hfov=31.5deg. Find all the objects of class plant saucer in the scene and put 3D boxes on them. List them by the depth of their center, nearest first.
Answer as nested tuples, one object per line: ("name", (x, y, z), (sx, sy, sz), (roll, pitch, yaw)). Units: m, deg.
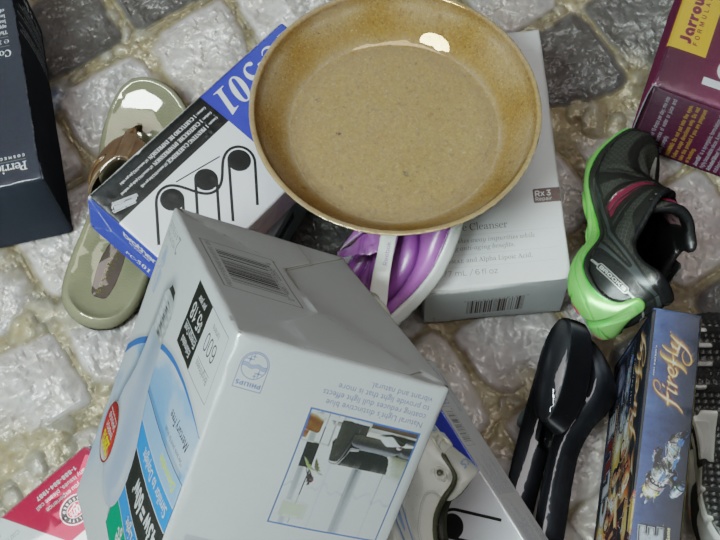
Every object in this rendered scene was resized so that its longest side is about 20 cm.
("plant saucer", (0.023, -0.102, 0.867), (0.196, 0.036, 0.203), (0, 60, 0))

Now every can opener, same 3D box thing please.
("can opener", (0.128, 0.135, 0.896), (0.078, 0.063, 0.203), (21, 81, -37))

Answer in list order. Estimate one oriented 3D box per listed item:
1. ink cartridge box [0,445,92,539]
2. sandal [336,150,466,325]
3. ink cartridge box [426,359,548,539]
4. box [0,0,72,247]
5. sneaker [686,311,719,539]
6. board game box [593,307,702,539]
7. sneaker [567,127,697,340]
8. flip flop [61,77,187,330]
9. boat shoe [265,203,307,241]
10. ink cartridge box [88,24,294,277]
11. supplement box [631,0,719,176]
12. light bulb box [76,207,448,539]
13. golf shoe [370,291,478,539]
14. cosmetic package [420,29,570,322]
("ink cartridge box", (-0.168, 0.244, 0.842), (0.145, 0.084, 0.200), (-39, 75, -13))
("sandal", (0.004, 0.004, 0.894), (0.204, 0.049, 0.083), (-55, 49, 15))
("ink cartridge box", (0.060, 0.169, 0.864), (0.094, 0.044, 0.201), (-41, 68, 19))
("box", (-0.334, -0.108, 0.957), (0.197, 0.104, 0.185), (-12, 70, -4))
("sneaker", (0.252, 0.120, 0.899), (0.072, 0.081, 0.202), (6, 53, 5))
("board game box", (0.187, 0.143, 0.852), (0.034, 0.136, 0.203), (10, 70, 4))
("sneaker", (0.203, -0.030, 0.914), (0.083, 0.077, 0.202), (-19, 36, 30))
("flip flop", (-0.177, -0.055, 0.962), (0.080, 0.058, 0.203), (14, 71, 5))
("boat shoe", (-0.104, -0.030, 0.952), (0.090, 0.071, 0.202), (26, 65, 10))
("ink cartridge box", (-0.088, -0.077, 0.901), (0.094, 0.044, 0.200), (39, 64, 9))
("supplement box", (0.322, -0.138, 0.969), (0.197, 0.103, 0.133), (20, 72, 7))
("light bulb box", (-0.067, 0.101, 0.724), (0.123, 0.198, 0.203), (16, 104, -23))
("golf shoe", (0.031, 0.111, 0.825), (0.096, 0.078, 0.204), (-5, 91, 21))
("cosmetic package", (0.090, -0.071, 0.956), (0.111, 0.081, 0.203), (-6, 72, 0))
